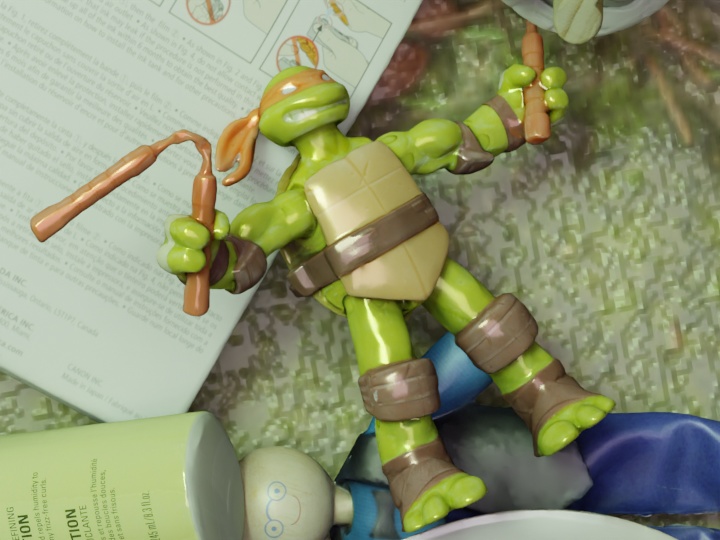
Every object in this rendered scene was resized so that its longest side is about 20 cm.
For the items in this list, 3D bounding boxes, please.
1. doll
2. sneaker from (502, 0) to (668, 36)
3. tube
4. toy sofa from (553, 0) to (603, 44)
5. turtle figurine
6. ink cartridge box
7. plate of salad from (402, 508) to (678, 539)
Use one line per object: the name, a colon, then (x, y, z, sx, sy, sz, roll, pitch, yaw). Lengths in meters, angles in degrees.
doll: (0.052, 0.078, 0.827, 0.199, 0.048, 0.137, 1, 98, -3)
sneaker: (0.026, -0.165, 0.798, 0.078, 0.100, 0.200, -35, 115, 27)
tube: (-0.138, 0.086, 0.805, 0.199, 0.052, 0.058, -8, 62, 17)
toy sofa: (-0.007, -0.143, 0.704, 0.200, 0.083, 0.098, 29, 121, -15)
turtle figurine: (0.000, 0.000, 0.778, 0.200, 0.064, 0.162, -27, 88, -32)
ink cartridge box: (-0.086, -0.064, 0.795, 0.162, 0.050, 0.200, 31, 86, -26)
plate of salad: (0.055, 0.174, 0.807, 0.199, 0.048, 0.201, -2, 110, -5)
